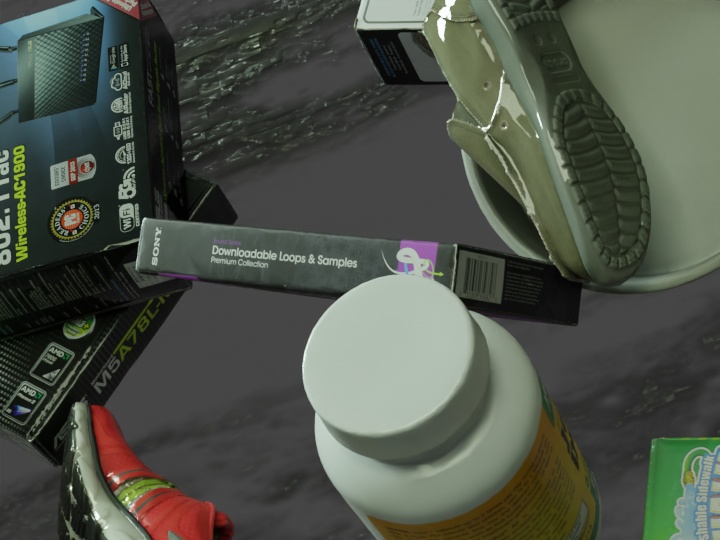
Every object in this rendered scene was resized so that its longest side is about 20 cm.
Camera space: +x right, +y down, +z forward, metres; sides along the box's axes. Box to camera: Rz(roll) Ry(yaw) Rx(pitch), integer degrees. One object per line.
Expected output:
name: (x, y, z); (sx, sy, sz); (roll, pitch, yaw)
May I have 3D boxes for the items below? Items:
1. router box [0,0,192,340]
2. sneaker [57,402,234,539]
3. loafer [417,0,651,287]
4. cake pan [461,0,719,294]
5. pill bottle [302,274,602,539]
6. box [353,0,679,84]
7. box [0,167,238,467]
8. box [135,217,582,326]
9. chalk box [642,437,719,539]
router box: (-0.185, -0.064, 1.227); (0.149, 0.062, 0.201); (-16, 54, 12)
sneaker: (-0.113, 0.144, 1.123); (0.085, 0.077, 0.200); (-4, 34, -24)
loafer: (0.092, -0.077, 1.104); (0.070, 0.075, 0.201); (-35, 69, 39)
cake pan: (0.153, -0.085, 1.130); (0.199, 0.037, 0.201); (-3, 83, 23)
pill bottle: (0.044, 0.087, 1.003); (0.112, 0.200, 0.113); (-11, 56, 16)
box: (0.107, -0.175, 1.236); (0.199, 0.060, 0.117); (1, 60, 23)
box: (-0.206, -0.001, 1.261); (0.200, 0.048, 0.193); (24, 72, 32)
box: (0.000, 0.000, 1.103); (0.199, 0.143, 0.036); (4, 87, 32)
chalk box: (0.194, 0.156, 0.946); (0.199, 0.125, 0.124); (-1, 59, 20)
